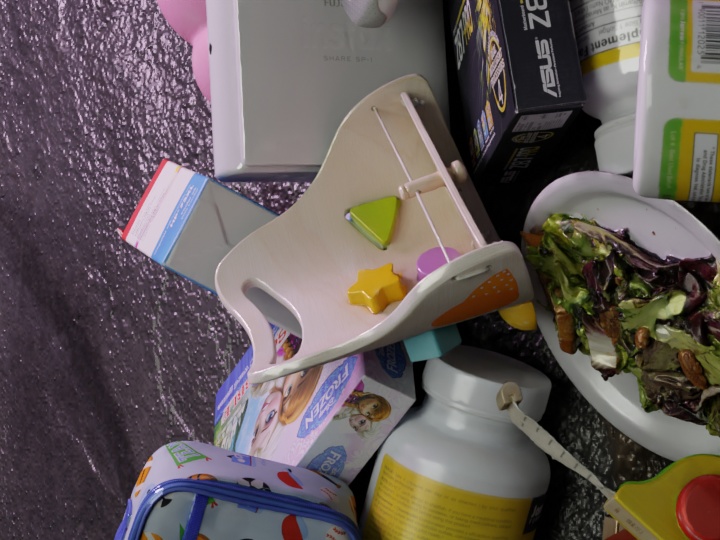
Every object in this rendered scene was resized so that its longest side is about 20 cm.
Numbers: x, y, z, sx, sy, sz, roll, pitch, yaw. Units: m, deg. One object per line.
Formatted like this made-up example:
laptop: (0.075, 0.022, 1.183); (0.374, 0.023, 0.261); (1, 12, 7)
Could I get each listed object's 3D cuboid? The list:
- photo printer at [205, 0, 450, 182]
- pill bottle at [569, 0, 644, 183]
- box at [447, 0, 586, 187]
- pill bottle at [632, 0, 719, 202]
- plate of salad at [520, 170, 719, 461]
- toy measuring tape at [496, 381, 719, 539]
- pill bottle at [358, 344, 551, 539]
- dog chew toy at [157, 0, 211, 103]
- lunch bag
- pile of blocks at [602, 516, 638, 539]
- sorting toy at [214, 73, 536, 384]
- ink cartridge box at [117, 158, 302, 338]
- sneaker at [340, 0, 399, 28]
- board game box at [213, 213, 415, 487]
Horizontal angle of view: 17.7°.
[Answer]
photo printer: (-0.022, -0.160, 1.529); (0.069, 0.165, 0.202); (163, 105, -65)
pill bottle: (0.176, -0.153, 1.365); (0.114, 0.114, 0.202); (-15, 78, 43)
box: (0.091, -0.151, 1.416); (0.200, 0.049, 0.163); (112, 152, -80)
pill bottle: (0.248, -0.089, 1.239); (0.198, 0.111, 0.112); (4, 91, 6)
plate of salad: (0.163, 0.035, 1.361); (0.199, 0.048, 0.201); (33, 141, 32)
toy measuring tape: (0.173, 0.118, 1.358); (0.200, 0.074, 0.074); (42, 120, 5)
pill bottle: (0.057, 0.155, 1.468); (0.112, 0.111, 0.202); (26, 106, 42)
dog chew toy: (-0.068, -0.162, 1.610); (0.124, 0.124, 0.201); (-27, 78, 40)
lunch bag: (-0.092, 0.211, 1.451); (0.076, 0.159, 0.201); (-106, 32, -64)
pile of blocks: (0.143, 0.238, 1.414); (0.082, 0.062, 0.201); (41, 116, 38)
sorting toy: (0.000, 0.000, 1.426); (0.179, 0.107, 0.201); (-24, 38, 1)
ink cartridge box: (-0.091, -0.019, 1.583); (0.068, 0.116, 0.200); (-62, 18, 0)
sneaker: (0.036, -0.243, 1.494); (0.070, 0.080, 0.202); (-31, 43, 57)
board game box: (-0.035, 0.085, 1.544); (0.200, 0.041, 0.200); (-54, 21, 28)
